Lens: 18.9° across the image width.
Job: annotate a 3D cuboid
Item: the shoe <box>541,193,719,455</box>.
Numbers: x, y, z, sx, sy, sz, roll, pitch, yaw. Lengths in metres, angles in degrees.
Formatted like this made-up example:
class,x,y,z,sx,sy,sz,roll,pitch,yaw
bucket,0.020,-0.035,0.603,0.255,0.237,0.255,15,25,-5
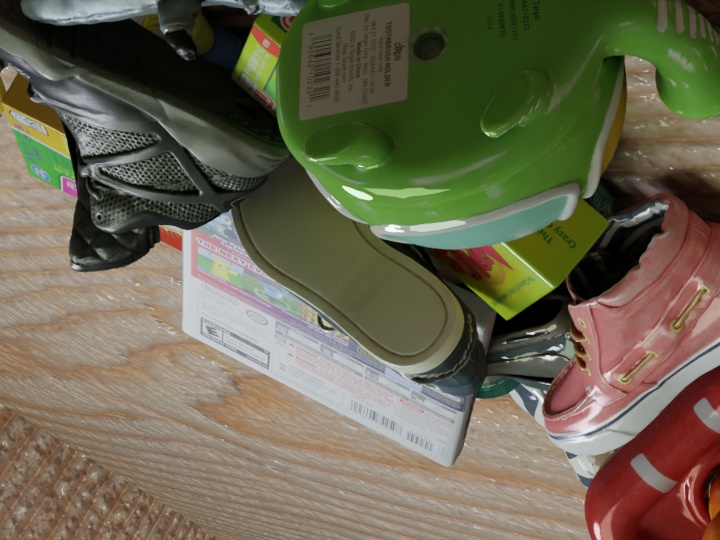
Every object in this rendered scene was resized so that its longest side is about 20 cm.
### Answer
class,x,y,z,sx,sy,sz,roll,pitch,yaw
shoe,0.139,0.028,1.164,0.091,0.072,0.200,28,140,-19

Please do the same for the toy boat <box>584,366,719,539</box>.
class,x,y,z,sx,sy,sz,roll,pitch,yaw
toy boat,0.221,0.134,1.224,0.130,0.200,0.131,36,-153,-12

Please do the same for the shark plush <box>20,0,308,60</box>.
class,x,y,z,sx,sy,sz,roll,pitch,yaw
shark plush,-0.075,-0.136,1.068,0.200,0.083,0.091,23,164,21

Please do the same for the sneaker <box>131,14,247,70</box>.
class,x,y,z,sx,sy,sz,roll,pitch,yaw
sneaker,-0.081,-0.085,1.275,0.105,0.076,0.200,24,164,12

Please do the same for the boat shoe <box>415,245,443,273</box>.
class,x,y,z,sx,sy,sz,roll,pitch,yaw
boat shoe,-0.009,-0.027,1.369,0.074,0.060,0.200,17,162,30

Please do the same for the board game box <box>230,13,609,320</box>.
class,x,y,z,sx,sy,sz,roll,pitch,yaw
board game box,0.027,-0.064,1.120,0.200,0.048,0.102,41,165,-1

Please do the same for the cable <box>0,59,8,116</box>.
class,x,y,z,sx,sy,sz,roll,pitch,yaw
cable,-0.267,-0.155,1.443,0.097,0.050,0.200,50,162,-3

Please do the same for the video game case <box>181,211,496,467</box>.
class,x,y,z,sx,sy,sz,roll,pitch,yaw
video game case,-0.019,0.029,1.311,0.200,0.023,0.182,27,151,11

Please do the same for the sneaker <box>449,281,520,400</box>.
class,x,y,z,sx,sy,sz,roll,pitch,yaw
sneaker,0.066,0.058,1.447,0.080,0.071,0.200,58,168,-23

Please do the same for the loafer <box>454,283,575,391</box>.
class,x,y,z,sx,sy,sz,roll,pitch,yaw
loafer,0.068,0.032,1.325,0.200,0.072,0.063,1,147,40

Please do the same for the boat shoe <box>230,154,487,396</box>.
class,x,y,z,sx,sy,sz,roll,pitch,yaw
boat shoe,0.000,0.000,1.183,0.200,0.075,0.062,37,173,40

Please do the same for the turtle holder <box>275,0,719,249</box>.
class,x,y,z,sx,sy,sz,roll,pitch,yaw
turtle holder,0.061,-0.084,0.940,0.141,0.185,0.132,57,-176,35

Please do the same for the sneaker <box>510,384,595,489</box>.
class,x,y,z,sx,sy,sz,roll,pitch,yaw
sneaker,0.197,0.116,1.440,0.199,0.079,0.130,49,165,-31

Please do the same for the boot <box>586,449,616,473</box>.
class,x,y,z,sx,sy,sz,roll,pitch,yaw
boot,0.212,0.127,1.336,0.107,0.075,0.200,-23,114,16

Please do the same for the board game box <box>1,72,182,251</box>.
class,x,y,z,sx,sy,sz,roll,pitch,yaw
board game box,-0.136,-0.061,1.454,0.200,0.040,0.153,27,166,7

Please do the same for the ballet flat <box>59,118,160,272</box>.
class,x,y,z,sx,sy,sz,roll,pitch,yaw
ballet flat,-0.173,-0.093,1.273,0.066,0.057,0.200,105,144,-67

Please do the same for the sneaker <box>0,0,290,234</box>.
class,x,y,z,sx,sy,sz,roll,pitch,yaw
sneaker,-0.146,-0.084,1.167,0.199,0.076,0.114,28,126,-20

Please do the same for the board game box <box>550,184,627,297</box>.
class,x,y,z,sx,sy,sz,roll,pitch,yaw
board game box,0.088,-0.029,1.249,0.135,0.028,0.200,38,163,-33
